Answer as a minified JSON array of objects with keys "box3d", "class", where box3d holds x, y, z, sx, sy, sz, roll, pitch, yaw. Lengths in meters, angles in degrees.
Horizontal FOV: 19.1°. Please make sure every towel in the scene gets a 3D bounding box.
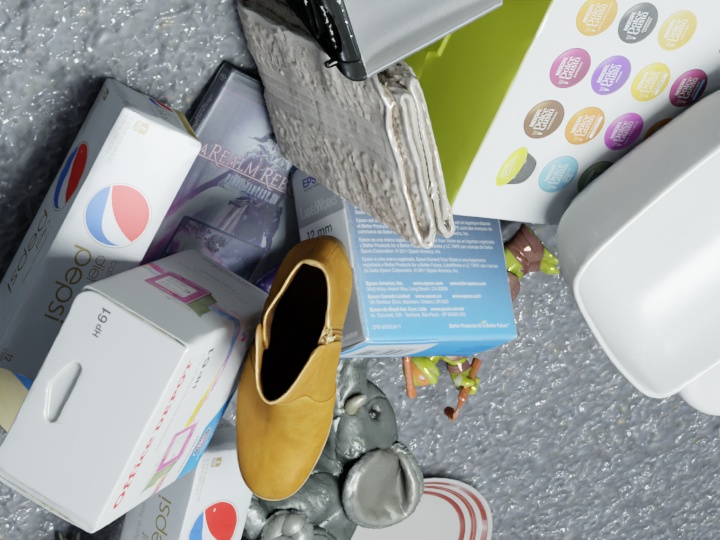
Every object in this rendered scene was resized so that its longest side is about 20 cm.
[{"box3d":[-0.013,-0.101,1.405,0.034,0.200,0.133,-29,125,-22],"class":"towel"}]

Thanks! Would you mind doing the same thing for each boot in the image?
[{"box3d":[-0.053,0.075,1.417,0.070,0.144,0.203,15,103,4],"class":"boot"}]

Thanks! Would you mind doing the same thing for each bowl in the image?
[{"box3d":[0.226,-0.028,1.430,0.199,0.075,0.200,-38,139,3],"class":"bowl"}]

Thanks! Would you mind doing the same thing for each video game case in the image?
[{"box3d":[-0.093,-0.037,1.534,0.142,0.019,0.201,23,104,-42],"class":"video game case"}]

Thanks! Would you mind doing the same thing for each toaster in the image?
[{"box3d":[-0.011,-0.233,1.300,0.118,0.200,0.182,-27,127,-6],"class":"toaster"}]

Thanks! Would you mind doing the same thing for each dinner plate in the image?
[{"box3d":[0.024,0.252,1.877,0.199,0.024,0.201,-16,134,-18],"class":"dinner plate"}]

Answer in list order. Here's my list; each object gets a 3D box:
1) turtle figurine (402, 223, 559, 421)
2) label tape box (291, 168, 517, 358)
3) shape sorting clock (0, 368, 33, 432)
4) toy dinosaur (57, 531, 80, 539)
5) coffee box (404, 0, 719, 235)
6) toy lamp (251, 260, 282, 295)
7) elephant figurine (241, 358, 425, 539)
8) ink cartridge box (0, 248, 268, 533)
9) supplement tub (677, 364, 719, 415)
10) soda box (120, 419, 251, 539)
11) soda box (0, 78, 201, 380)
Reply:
[{"box3d":[0.085,0.040,1.687,0.161,0.064,0.200,-45,157,-5],"class":"turtle figurine"},{"box3d":[0.027,-0.040,1.543,0.143,0.202,0.066,0,164,-38],"class":"label tape box"},{"box3d":[-0.184,0.051,1.563,0.199,0.039,0.201,-18,126,-27],"class":"shape sorting clock"},{"box3d":[-0.268,0.256,1.616,0.181,0.199,0.106,-26,141,-65],"class":"toy dinosaur"},{"box3d":[0.129,-0.166,1.447,0.197,0.200,0.201,5,124,-35],"class":"coffee box"},{"box3d":[0.000,0.000,1.585,0.199,0.058,0.059,-22,138,-39],"class":"toy lamp"},{"box3d":[-0.018,0.154,1.702,0.200,0.142,0.155,-41,168,-16],"class":"elephant figurine"},{"box3d":[-0.146,0.076,1.428,0.145,0.084,0.200,-62,169,14],"class":"ink cartridge box"},{"box3d":[0.263,-0.001,1.673,0.143,0.200,0.145,-17,134,-18],"class":"supplement tub"},{"box3d":[-0.138,0.212,1.610,0.068,0.063,0.201,-3,114,-47],"class":"soda box"},{"box3d":[-0.184,-0.023,1.447,0.063,0.068,0.201,23,103,-24],"class":"soda box"}]
